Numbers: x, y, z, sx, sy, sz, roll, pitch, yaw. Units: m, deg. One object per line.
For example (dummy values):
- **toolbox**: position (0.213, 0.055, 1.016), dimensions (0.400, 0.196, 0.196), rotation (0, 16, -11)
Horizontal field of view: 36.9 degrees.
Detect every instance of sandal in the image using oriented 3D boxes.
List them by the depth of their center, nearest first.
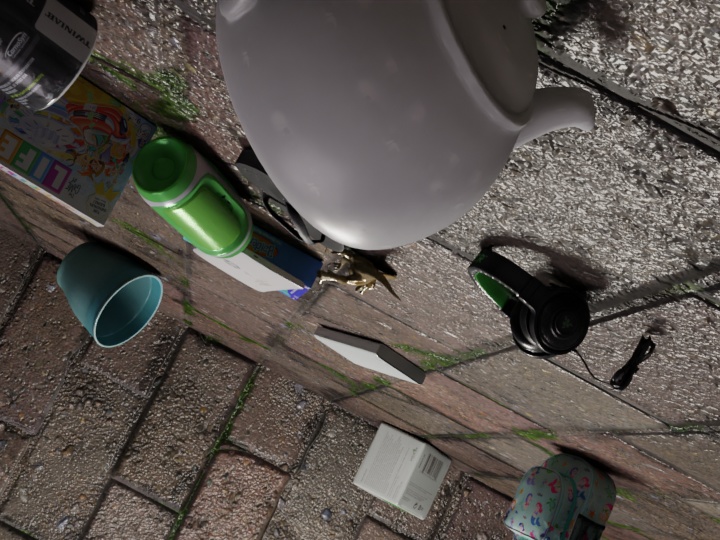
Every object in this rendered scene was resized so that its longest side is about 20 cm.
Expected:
- **sandal**: position (-0.084, -0.071, 1.239), dimensions (0.075, 0.043, 0.200), rotation (17, 164, 39)

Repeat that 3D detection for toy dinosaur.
- **toy dinosaur**: position (0.000, 0.000, 1.373), dimensions (0.100, 0.059, 0.200), rotation (14, 178, -9)

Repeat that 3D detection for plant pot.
- **plant pot**: position (-0.589, 0.039, 2.483), dimensions (0.187, 0.201, 0.200), rotation (38, 173, 23)

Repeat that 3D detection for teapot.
- **teapot**: position (0.027, -0.117, 0.567), dimensions (0.145, 0.200, 0.199), rotation (-23, 104, 27)

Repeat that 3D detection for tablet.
- **tablet**: position (-0.164, -0.004, 1.551), dimensions (0.129, 0.014, 0.199), rotation (32, 166, -18)

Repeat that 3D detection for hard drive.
- **hard drive**: position (0.016, 0.158, 2.022), dimensions (0.131, 0.027, 0.199), rotation (36, 166, -35)

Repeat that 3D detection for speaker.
- **speaker**: position (-0.201, -0.085, 1.319), dimensions (0.088, 0.089, 0.200), rotation (21, 167, 24)

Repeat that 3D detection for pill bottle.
- **pill bottle**: position (-0.338, -0.238, 0.947), dimensions (0.199, 0.107, 0.106), rotation (36, 165, -36)

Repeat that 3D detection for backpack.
- **backpack**: position (0.376, 0.443, 2.016), dimensions (0.150, 0.201, 0.177), rotation (36, 169, -23)

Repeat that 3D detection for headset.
- **headset**: position (0.200, 0.043, 1.094), dimensions (0.200, 0.094, 0.124), rotation (42, 173, 4)

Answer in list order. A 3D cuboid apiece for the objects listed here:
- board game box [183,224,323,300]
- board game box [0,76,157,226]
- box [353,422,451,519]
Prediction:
- **board game box**: position (-0.160, -0.029, 1.575), dimensions (0.198, 0.045, 0.152), rotation (29, 168, -6)
- **board game box**: position (-0.349, -0.159, 1.230), dimensions (0.199, 0.136, 0.034), rotation (32, 167, -26)
- **box**: position (0.123, 0.585, 3.148), dimensions (0.170, 0.202, 0.199), rotation (20, 168, 35)
